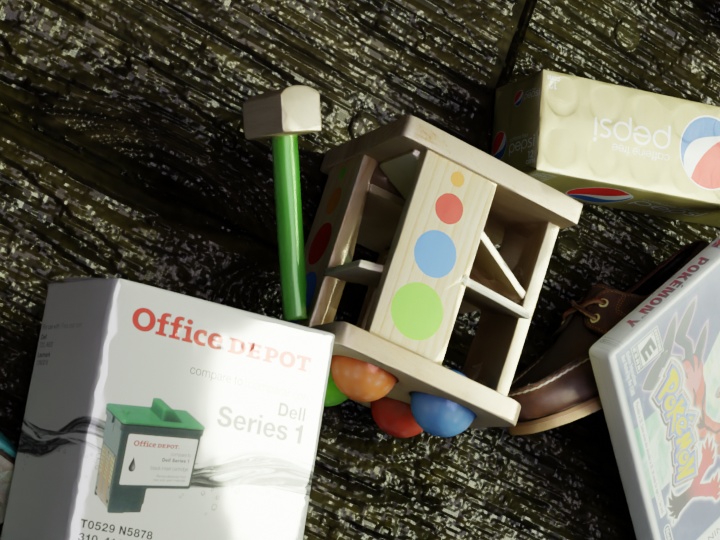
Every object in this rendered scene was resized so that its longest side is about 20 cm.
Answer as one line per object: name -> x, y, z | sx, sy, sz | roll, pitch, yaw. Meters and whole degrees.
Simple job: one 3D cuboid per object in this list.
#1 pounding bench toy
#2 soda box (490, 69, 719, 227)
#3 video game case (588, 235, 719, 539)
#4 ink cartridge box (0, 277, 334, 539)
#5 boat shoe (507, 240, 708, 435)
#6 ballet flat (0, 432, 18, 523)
pounding bench toy -> 0.000, 0.000, 1.063 | 0.199, 0.124, 0.158 | 25, 74, -21
soda box -> 0.186, -0.078, 1.196 | 0.198, 0.064, 0.069 | 9, 80, -25
video game case -> 0.233, 0.084, 1.173 | 0.182, 0.023, 0.202 | -37, 124, -29
ink cartridge box -> -0.105, 0.115, 0.961 | 0.145, 0.084, 0.203 | 15, 79, -33
boat shoe -> 0.163, 0.041, 1.168 | 0.199, 0.070, 0.071 | -26, 102, -34
ballet flat -> -0.201, 0.122, 0.986 | 0.200, 0.067, 0.063 | 42, 78, -15
